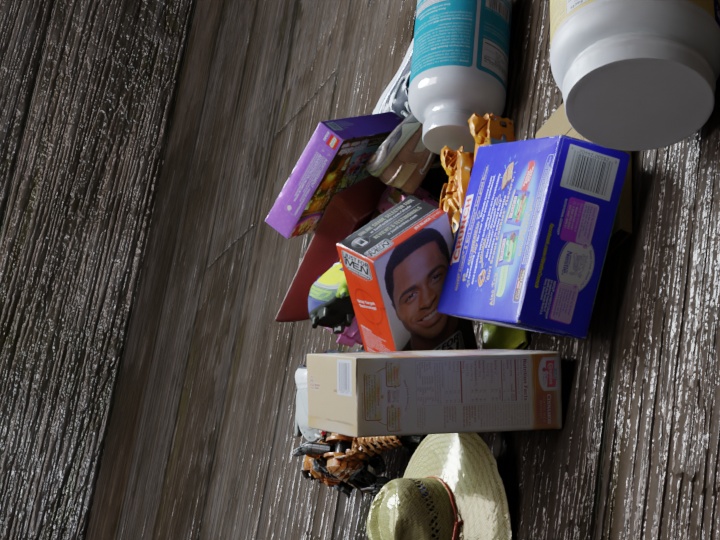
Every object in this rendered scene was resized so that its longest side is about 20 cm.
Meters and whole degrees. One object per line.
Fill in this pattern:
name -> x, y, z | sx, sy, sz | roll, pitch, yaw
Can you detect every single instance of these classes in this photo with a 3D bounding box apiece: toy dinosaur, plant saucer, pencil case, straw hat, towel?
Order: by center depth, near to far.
straw hat -> 0.053, 0.246, 1.541 | 0.200, 0.084, 0.203 | -19, 67, 52
towel -> 0.145, 0.008, 1.652 | 0.086, 0.018, 0.202 | 125, 153, -50
toy dinosaur -> 0.002, 0.207, 1.735 | 0.200, 0.135, 0.103 | -168, 94, -73
pencil case -> 0.025, -0.007, 1.880 | 0.201, 0.083, 0.086 | -60, -22, 10
plant saucer -> -0.005, -0.033, 1.966 | 0.200, 0.037, 0.201 | -30, -28, -52

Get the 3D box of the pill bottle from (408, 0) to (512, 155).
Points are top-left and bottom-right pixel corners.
pill bottle -> 0.111, -0.230, 1.800 | 0.111, 0.110, 0.202 | 135, 146, -58

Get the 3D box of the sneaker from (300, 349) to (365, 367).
sneaker -> -0.010, 0.125, 1.917 | 0.200, 0.087, 0.075 | 150, 133, -66

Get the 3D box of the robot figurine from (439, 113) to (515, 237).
robot figurine -> 0.118, -0.053, 1.666 | 0.145, 0.058, 0.202 | 132, 149, -55

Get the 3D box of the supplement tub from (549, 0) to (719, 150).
supplement tub -> 0.232, -0.218, 1.359 | 0.146, 0.144, 0.202 | 129, 150, -52

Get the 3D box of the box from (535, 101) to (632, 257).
box -> 0.209, -0.086, 1.525 | 0.164, 0.021, 0.202 | 130, 150, -55

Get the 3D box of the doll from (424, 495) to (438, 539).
doll -> 0.063, 0.264, 1.643 | 0.201, 0.048, 0.137 | -68, 25, 21

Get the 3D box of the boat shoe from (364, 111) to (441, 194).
boat shoe -> 0.077, -0.151, 1.859 | 0.200, 0.072, 0.076 | -50, 2, -42

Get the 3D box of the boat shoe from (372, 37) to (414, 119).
boat shoe -> 0.071, -0.211, 1.989 | 0.201, 0.071, 0.068 | -63, 18, 14

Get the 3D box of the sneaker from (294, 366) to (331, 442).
sneaker -> -0.025, 0.160, 1.813 | 0.200, 0.075, 0.093 | 174, 106, -73

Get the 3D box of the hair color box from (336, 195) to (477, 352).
hair color box -> 0.051, 0.040, 1.601 | 0.061, 0.101, 0.201 | 27, 142, 46

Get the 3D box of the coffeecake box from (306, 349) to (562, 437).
coffeecake box -> 0.066, 0.112, 1.494 | 0.153, 0.198, 0.074 | 174, 96, -71

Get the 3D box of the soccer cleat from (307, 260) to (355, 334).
soccer cleat -> -0.001, 0.000, 1.772 | 0.200, 0.064, 0.084 | -39, 42, 51

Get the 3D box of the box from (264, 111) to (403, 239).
box -> -0.022, -0.114, 1.885 | 0.137, 0.039, 0.200 | -59, -17, 22

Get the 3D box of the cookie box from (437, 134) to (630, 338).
cookie box -> 0.155, -0.031, 1.482 | 0.200, 0.075, 0.173 | -174, 98, -72
